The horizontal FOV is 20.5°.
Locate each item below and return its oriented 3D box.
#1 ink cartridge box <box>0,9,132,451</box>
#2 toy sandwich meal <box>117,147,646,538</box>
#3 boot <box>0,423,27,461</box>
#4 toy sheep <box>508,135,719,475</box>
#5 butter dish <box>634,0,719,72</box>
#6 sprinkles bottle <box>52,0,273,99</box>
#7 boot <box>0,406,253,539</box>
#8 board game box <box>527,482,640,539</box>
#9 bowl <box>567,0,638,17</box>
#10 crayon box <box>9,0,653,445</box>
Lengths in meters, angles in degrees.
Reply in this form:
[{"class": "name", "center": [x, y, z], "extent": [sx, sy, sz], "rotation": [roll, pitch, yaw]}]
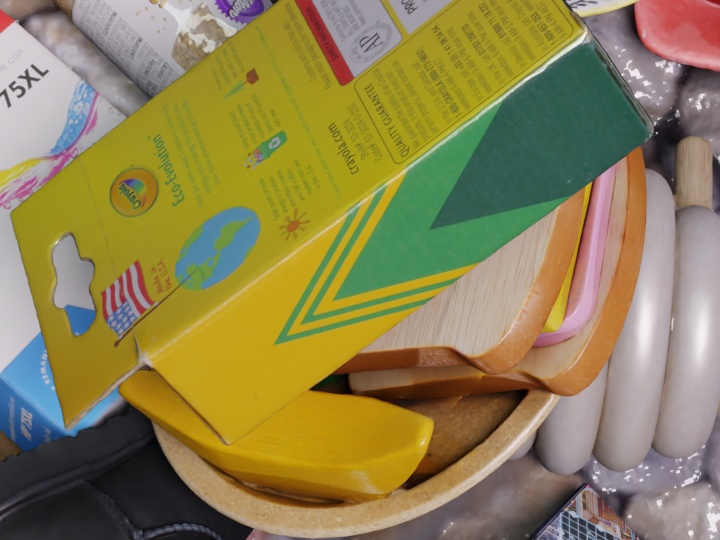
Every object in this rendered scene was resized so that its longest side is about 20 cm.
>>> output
[{"class": "ink cartridge box", "center": [-0.150, -0.025, 0.800], "extent": [0.200, 0.067, 0.116], "rotation": [40, 67, 7]}, {"class": "toy sandwich meal", "center": [0.000, 0.000, 0.692], "extent": [0.203, 0.070, 0.207], "rotation": [-15, 54, 21]}, {"class": "boot", "center": [-0.224, 0.072, 0.809], "extent": [0.198, 0.074, 0.076], "rotation": [19, 62, 2]}, {"class": "toy sheep", "center": [0.077, 0.013, 0.770], "extent": [0.198, 0.138, 0.140], "rotation": [3, 81, 5]}, {"class": "butter dish", "center": [0.219, -0.181, 0.785], "extent": [0.198, 0.148, 0.202], "rotation": [9, 80, 4]}, {"class": "sprinkles bottle", "center": [-0.062, -0.091, 0.820], "extent": [0.200, 0.068, 0.068], "rotation": [44, 85, 8]}, {"class": "boot", "center": [-0.047, 0.124, 0.727], "extent": [0.197, 0.074, 0.163], "rotation": [-21, 59, -45]}, {"class": "board game box", "center": [0.093, 0.159, 0.709], "extent": [0.136, 0.200, 0.035], "rotation": [47, 110, 8]}, {"class": "bowl", "center": [0.048, -0.189, 0.759], "extent": [0.199, 0.094, 0.203], "rotation": [1, 86, -23]}, {"class": "crayon box", "center": [-0.017, -0.032, 0.648], "extent": [0.199, 0.051, 0.127], "rotation": [-36, 38, 8]}]
